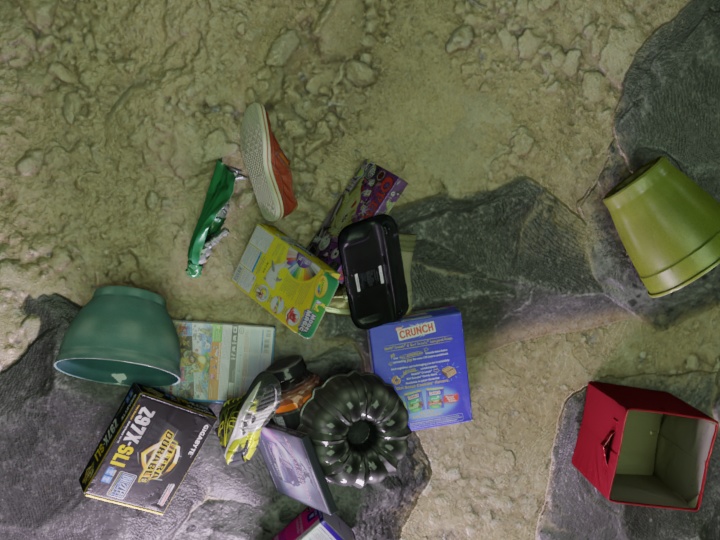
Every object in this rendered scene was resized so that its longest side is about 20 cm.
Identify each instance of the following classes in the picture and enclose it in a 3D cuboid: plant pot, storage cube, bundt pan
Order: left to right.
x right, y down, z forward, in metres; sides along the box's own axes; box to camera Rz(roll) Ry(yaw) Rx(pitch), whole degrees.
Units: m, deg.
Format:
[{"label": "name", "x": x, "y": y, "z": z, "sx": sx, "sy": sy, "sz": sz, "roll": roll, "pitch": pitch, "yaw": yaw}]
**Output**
[{"label": "plant pot", "x": -0.387, "y": 0.105, "z": 1.423, "sx": 0.199, "sy": 0.200, "sz": 0.135, "roll": 8, "pitch": 71, "yaw": -9}, {"label": "bundt pan", "x": -0.003, "y": 0.274, "z": 1.455, "sx": 0.201, "sy": 0.076, "sz": 0.203, "roll": -2, "pitch": 96, "yaw": -18}, {"label": "storage cube", "x": 0.509, "y": 0.314, "z": 1.578, "sx": 0.199, "sy": 0.180, "sz": 0.172, "roll": 9, "pitch": 97, "yaw": -9}, {"label": "plant pot", "x": 0.537, "y": -0.090, "z": 1.528, "sx": 0.200, "sy": 0.200, "sz": 0.193, "roll": -37, "pitch": 90, "yaw": -1}]

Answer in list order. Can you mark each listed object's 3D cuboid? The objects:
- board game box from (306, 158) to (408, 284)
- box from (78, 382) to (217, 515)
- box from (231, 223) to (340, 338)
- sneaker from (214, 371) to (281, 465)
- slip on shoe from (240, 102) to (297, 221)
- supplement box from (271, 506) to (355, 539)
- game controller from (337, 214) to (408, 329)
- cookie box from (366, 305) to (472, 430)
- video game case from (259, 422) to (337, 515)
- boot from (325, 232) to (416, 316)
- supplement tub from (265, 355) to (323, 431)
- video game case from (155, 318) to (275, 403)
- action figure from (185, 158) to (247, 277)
[{"label": "board game box", "x": -0.011, "y": -0.086, "z": 1.472, "sx": 0.032, "sy": 0.120, "sz": 0.200, "roll": 31, "pitch": 93, "yaw": -40}, {"label": "box", "x": -0.363, "y": 0.307, "z": 1.486, "sx": 0.159, "sy": 0.049, "sz": 0.201, "roll": 29, "pitch": 93, "yaw": -35}, {"label": "box", "x": -0.118, "y": 0.018, "z": 1.437, "sx": 0.048, "sy": 0.200, "sz": 0.118, "roll": 12, "pitch": 110, "yaw": -52}, {"label": "sneaker", "x": -0.202, "y": 0.241, "z": 1.472, "sx": 0.074, "sy": 0.085, "sz": 0.201, "roll": -5, "pitch": 130, "yaw": -46}, {"label": "slip on shoe", "x": -0.154, "y": -0.185, "z": 1.470, "sx": 0.061, "sy": 0.074, "sz": 0.201, "roll": -19, "pitch": 96, "yaw": -40}, {"label": "supplement box", "x": -0.111, "y": 0.526, "z": 1.558, "sx": 0.200, "sy": 0.101, "sz": 0.103, "roll": -43, "pitch": 102, "yaw": -1}, {"label": "game controller", "x": 0.023, "y": 0.006, "z": 1.443, "sx": 0.104, "sy": 0.042, "sz": 0.201, "roll": -14, "pitch": 118, "yaw": -8}, {"label": "cookie box", "x": 0.104, "y": 0.176, "z": 1.550, "sx": 0.170, "sy": 0.075, "sz": 0.201, "roll": -8, "pitch": 100, "yaw": -7}, {"label": "video game case", "x": -0.118, "y": 0.332, "z": 1.484, "sx": 0.019, "sy": 0.200, "sz": 0.143, "roll": -26, "pitch": 102, "yaw": -29}, {"label": "boot", "x": 0.000, "y": 0.000, "z": 1.510, "sx": 0.199, "sy": 0.072, "sz": 0.155, "roll": 2, "pitch": 100, "yaw": -15}, {"label": "supplement tub", "x": -0.099, "y": 0.252, "z": 1.516, "sx": 0.107, "sy": 0.107, "sz": 0.201, "roll": -21, "pitch": 101, "yaw": -5}, {"label": "video game case", "x": -0.255, "y": 0.161, "z": 1.525, "sx": 0.199, "sy": 0.018, "sz": 0.144, "roll": 4, "pitch": 98, "yaw": -9}, {"label": "action figure", "x": -0.249, "y": -0.078, "z": 1.458, "sx": 0.054, "sy": 0.118, "sz": 0.201, "roll": 20, "pitch": 104, "yaw": -23}]
